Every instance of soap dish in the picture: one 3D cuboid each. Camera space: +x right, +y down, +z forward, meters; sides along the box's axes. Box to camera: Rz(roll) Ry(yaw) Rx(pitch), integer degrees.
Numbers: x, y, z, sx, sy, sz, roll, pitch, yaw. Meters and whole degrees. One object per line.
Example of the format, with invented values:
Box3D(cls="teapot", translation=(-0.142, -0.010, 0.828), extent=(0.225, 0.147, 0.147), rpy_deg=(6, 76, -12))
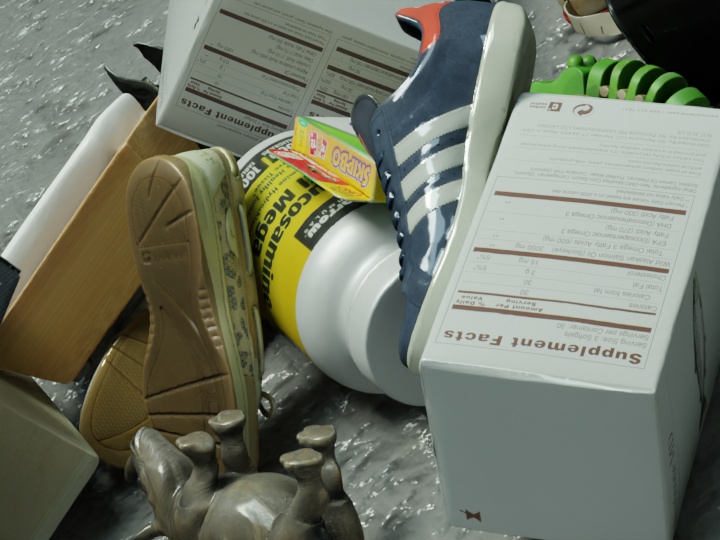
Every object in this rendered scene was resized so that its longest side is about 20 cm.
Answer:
Box3D(cls="soap dish", translation=(-0.160, -0.020, 1.613), extent=(0.158, 0.081, 0.200), rpy_deg=(-54, 6, 10))

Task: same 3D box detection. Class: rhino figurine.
Box3D(cls="rhino figurine", translation=(-0.070, 0.124, 1.414), extent=(0.060, 0.088, 0.199), rpy_deg=(-21, 17, -37))

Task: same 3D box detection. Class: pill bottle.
Box3D(cls="pill bottle", translation=(0.000, 0.000, 1.483), extent=(0.112, 0.113, 0.200), rpy_deg=(-39, 30, -8))

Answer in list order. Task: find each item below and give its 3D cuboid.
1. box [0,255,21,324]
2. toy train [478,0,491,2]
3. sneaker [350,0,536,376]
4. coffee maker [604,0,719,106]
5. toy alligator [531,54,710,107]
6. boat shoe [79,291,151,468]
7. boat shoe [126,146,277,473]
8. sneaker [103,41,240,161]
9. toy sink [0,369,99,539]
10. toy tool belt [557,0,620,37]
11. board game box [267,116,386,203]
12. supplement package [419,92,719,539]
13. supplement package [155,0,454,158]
Box3D(cls="box", translation=(-0.283, 0.078, 1.472), extent=(0.157, 0.051, 0.201), rpy_deg=(-1, 63, 49))
Box3D(cls="toy train", translation=(0.058, -0.110, 1.655), extent=(0.056, 0.042, 0.201), rpy_deg=(-31, 29, 27))
Box3D(cls="sneaker", translation=(0.031, -0.045, 1.365), extent=(0.084, 0.075, 0.201), rpy_deg=(9, 73, 13))
Box3D(cls="coffee maker", translation=(0.236, -0.174, 1.452), extent=(0.199, 0.135, 0.192), rpy_deg=(-21, 17, 38))
Box3D(cls="toy alligator", translation=(0.136, -0.097, 1.499), extent=(0.059, 0.055, 0.200), rpy_deg=(-4, 22, -45))
Box3D(cls="boat shoe", translation=(-0.104, 0.035, 1.594), extent=(0.200, 0.071, 0.069), rpy_deg=(-56, 9, -18))
Box3D(cls="boat shoe", translation=(-0.079, 0.032, 1.475), extent=(0.073, 0.201, 0.063), rpy_deg=(4, 13, 40))
Box3D(cls="sneaker", translation=(-0.076, -0.094, 1.697), extent=(0.060, 0.104, 0.199), rpy_deg=(-47, 32, -20))
Box3D(cls="toy sink", translation=(-0.260, 0.103, 1.563), extent=(0.131, 0.112, 0.200), rpy_deg=(-55, 31, 3))
Box3D(cls="toy tool belt", translation=(0.187, -0.245, 1.629), extent=(0.199, 0.123, 0.125), rpy_deg=(-28, 31, 13))
Box3D(cls="board game box", translation=(0.055, -0.061, 1.474), extent=(0.199, 0.030, 0.095), rpy_deg=(-3, 20, -29))
Box3D(cls="supplement package", translation=(0.114, 0.023, 1.307), extent=(0.117, 0.117, 0.201), rpy_deg=(7, 46, 17))
Box3D(cls="supplement package", translation=(-0.032, -0.154, 1.636), extent=(0.200, 0.155, 0.111), rpy_deg=(-92, 24, -59))
